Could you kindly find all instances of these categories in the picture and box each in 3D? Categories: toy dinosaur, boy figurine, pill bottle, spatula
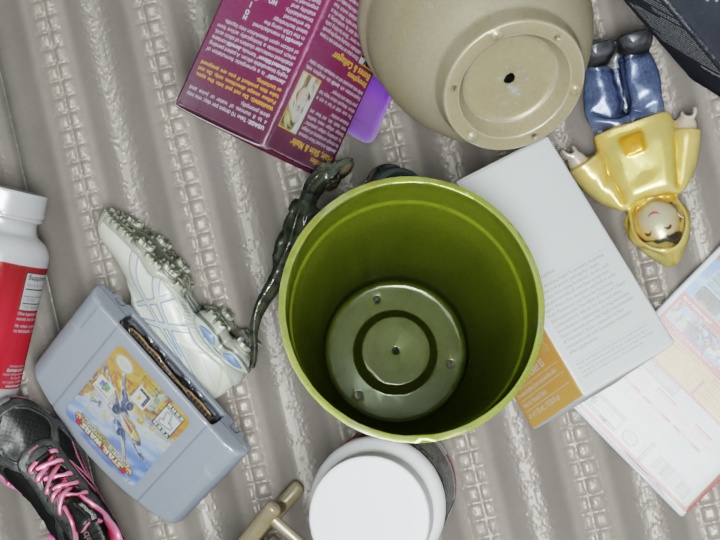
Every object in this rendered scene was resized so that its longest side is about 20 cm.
[{"bbox_3d":[-0.059,-0.011,1.276,0.047,0.088,0.202,22,93,8],"label":"toy dinosaur"},{"bbox_3d":[0.237,-0.100,1.250,0.123,0.064,0.202,-11,85,5],"label":"boy figurine"},{"bbox_3d":[-0.347,0.021,1.304,0.111,0.112,0.202,13,91,8],"label":"pill bottle"},{"bbox_3d":[0.019,0.191,1.206,0.113,0.200,0.115,0,89,8],"label":"pill bottle"},{"bbox_3d":[0.034,-0.214,1.299,0.056,0.021,0.201,30,92,18],"label":"spatula"}]

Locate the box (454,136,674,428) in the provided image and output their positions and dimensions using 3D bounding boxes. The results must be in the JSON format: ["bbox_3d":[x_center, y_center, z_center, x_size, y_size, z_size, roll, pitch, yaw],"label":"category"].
[{"bbox_3d":[0.151,0.012,1.206,0.097,0.124,0.201,-26,79,-20],"label":"box"}]

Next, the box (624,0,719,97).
[{"bbox_3d":[0.319,-0.261,1.163,0.197,0.117,0.200,-49,128,4],"label":"box"}]

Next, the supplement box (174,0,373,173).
[{"bbox_3d":[-0.053,-0.201,1.249,0.103,0.131,0.201,26,92,24],"label":"supplement box"}]

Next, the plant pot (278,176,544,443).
[{"bbox_3d":[0.035,0.050,1.158,0.198,0.193,0.202,1,76,-2],"label":"plant pot"}]

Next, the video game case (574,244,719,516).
[{"bbox_3d":[0.301,0.094,1.260,0.143,0.017,0.200,45,95,6],"label":"video game case"}]

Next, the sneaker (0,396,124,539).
[{"bbox_3d":[-0.261,0.199,1.274,0.079,0.095,0.201,-36,104,-25],"label":"sneaker"}]

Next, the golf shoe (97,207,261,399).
[{"bbox_3d":[-0.186,0.037,1.302,0.097,0.078,0.200,-43,83,11],"label":"golf shoe"}]

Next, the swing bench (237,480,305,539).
[{"bbox_3d":[-0.057,0.330,1.251,0.199,0.130,0.200,40,95,6],"label":"swing bench"}]

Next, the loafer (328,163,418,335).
[{"bbox_3d":[0.000,0.000,1.291,0.071,0.063,0.201,21,97,-23],"label":"loafer"}]

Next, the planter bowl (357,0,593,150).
[{"bbox_3d":[0.109,-0.184,1.181,0.198,0.135,0.202,-9,129,-11],"label":"planter bowl"}]

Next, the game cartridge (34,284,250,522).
[{"bbox_3d":[-0.202,0.126,1.295,0.200,0.041,0.133,46,117,5],"label":"game cartridge"}]
